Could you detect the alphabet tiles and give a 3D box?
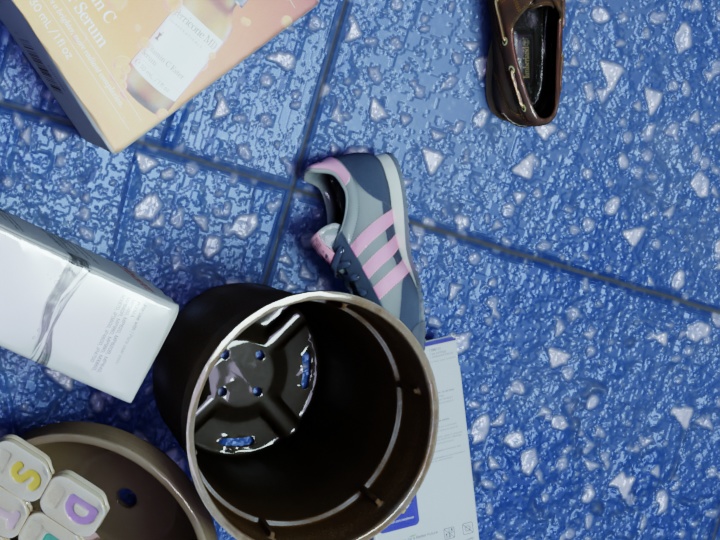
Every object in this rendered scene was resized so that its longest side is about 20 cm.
[{"bbox_3d":[-0.273,0.221,1.464,0.195,0.015,0.201,33,116,0],"label":"alphabet tiles"}]

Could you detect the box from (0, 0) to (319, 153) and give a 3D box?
[{"bbox_3d":[-0.161,-0.211,1.449,0.200,0.106,0.153,-38,110,-11],"label":"box"}]

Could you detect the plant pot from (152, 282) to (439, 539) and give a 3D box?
[{"bbox_3d":[-0.067,0.098,1.489,0.199,0.198,0.202,-4,102,-21],"label":"plant pot"}]

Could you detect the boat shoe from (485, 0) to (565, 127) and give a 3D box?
[{"bbox_3d":[0.141,-0.220,1.585,0.070,0.070,0.202,-9,101,-18],"label":"boat shoe"}]

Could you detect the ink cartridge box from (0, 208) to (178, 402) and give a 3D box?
[{"bbox_3d":[-0.253,0.011,1.430,0.199,0.144,0.084,25,91,-23],"label":"ink cartridge box"}]

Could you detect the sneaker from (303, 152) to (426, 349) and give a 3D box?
[{"bbox_3d":[0.000,0.000,1.538,0.081,0.070,0.201,-1,65,-22],"label":"sneaker"}]

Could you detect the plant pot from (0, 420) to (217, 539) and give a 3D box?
[{"bbox_3d":[-0.197,0.198,1.492,0.199,0.093,0.202,5,113,13],"label":"plant pot"}]

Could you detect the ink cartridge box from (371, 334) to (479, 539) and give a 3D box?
[{"bbox_3d":[0.043,0.156,1.629,0.099,0.039,0.202,-10,104,-19],"label":"ink cartridge box"}]
